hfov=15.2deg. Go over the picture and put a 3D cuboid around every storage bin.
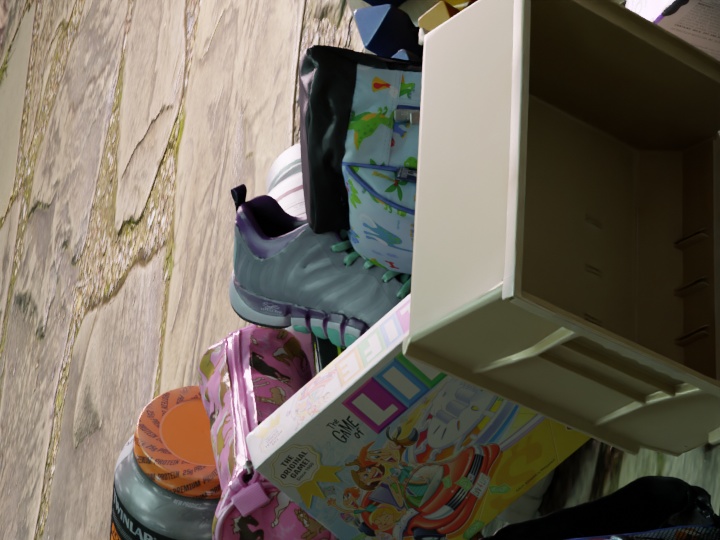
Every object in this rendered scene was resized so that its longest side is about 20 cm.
[{"bbox_3d":[0.125,-0.027,1.418,0.094,0.198,0.201,-29,48,44],"label":"storage bin"}]

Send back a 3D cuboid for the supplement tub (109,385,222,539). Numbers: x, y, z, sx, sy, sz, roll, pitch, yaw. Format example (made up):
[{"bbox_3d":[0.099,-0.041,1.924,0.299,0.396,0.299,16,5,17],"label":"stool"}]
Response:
[{"bbox_3d":[-0.119,0.187,1.928,0.123,0.122,0.201,-99,13,-50],"label":"supplement tub"}]

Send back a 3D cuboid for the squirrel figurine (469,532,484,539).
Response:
[{"bbox_3d":[0.032,0.249,1.642,0.187,0.141,0.200,-55,40,25],"label":"squirrel figurine"}]

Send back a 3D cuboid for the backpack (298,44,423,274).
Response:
[{"bbox_3d":[0.066,-0.058,1.612,0.163,0.198,0.155,96,170,-70],"label":"backpack"}]

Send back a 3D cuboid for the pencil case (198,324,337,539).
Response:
[{"bbox_3d":[-0.063,0.117,1.755,0.200,0.082,0.087,-101,33,-59],"label":"pencil case"}]

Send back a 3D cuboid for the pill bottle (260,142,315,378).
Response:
[{"bbox_3d":[-0.020,0.000,1.954,0.201,0.112,0.113,-97,27,-48],"label":"pill bottle"}]

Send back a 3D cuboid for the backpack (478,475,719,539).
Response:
[{"bbox_3d":[0.105,0.216,1.307,0.154,0.189,0.201,53,129,47],"label":"backpack"}]

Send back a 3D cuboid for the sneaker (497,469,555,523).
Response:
[{"bbox_3d":[0.084,0.074,1.683,0.089,0.075,0.200,-60,30,16],"label":"sneaker"}]

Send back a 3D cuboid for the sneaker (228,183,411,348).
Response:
[{"bbox_3d":[0.000,0.000,1.692,0.074,0.199,0.088,-43,-44,-51],"label":"sneaker"}]

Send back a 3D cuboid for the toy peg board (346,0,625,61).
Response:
[{"bbox_3d":[0.057,-0.207,1.695,0.199,0.098,0.201,-37,52,23],"label":"toy peg board"}]

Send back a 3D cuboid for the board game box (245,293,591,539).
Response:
[{"bbox_3d":[0.053,0.077,1.523,0.200,0.134,0.034,-41,30,13],"label":"board game box"}]

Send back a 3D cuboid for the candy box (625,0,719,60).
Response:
[{"bbox_3d":[0.220,-0.225,1.466,0.200,0.071,0.169,135,144,-59],"label":"candy box"}]

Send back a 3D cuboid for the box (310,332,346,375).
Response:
[{"bbox_3d":[-0.002,0.116,1.794,0.194,0.047,0.201,-97,0,-49],"label":"box"}]
